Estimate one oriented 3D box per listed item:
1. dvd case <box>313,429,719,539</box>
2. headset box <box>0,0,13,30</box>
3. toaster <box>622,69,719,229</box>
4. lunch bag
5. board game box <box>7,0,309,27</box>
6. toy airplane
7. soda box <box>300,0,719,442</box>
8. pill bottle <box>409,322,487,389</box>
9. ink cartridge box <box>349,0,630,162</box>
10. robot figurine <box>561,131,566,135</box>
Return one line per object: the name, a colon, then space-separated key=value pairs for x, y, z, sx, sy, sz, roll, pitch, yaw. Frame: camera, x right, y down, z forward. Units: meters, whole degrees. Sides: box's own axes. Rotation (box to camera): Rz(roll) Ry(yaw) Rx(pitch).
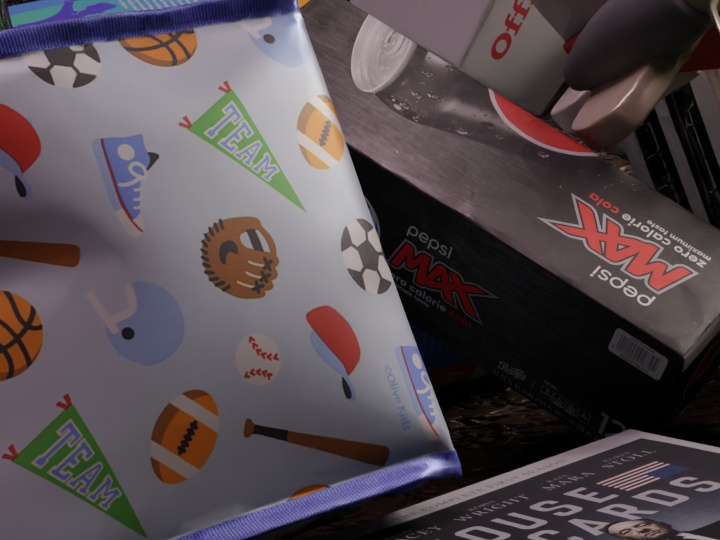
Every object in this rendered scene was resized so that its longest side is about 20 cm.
dvd case: x=0.094 y=0.087 z=0.587 sx=0.150 sy=0.025 sz=0.200 roll=-14 pitch=14 yaw=-36
headset box: x=-0.231 y=-0.054 z=0.885 sx=0.174 sy=0.093 sz=0.200 roll=-12 pitch=34 yaw=-2
toaster: x=0.201 y=-0.081 z=1.002 sx=0.129 sy=0.200 sz=0.114 roll=-31 pitch=21 yaw=-21
lunch bag: x=-0.098 y=0.020 z=0.621 sx=0.200 sy=0.170 sz=0.124 roll=-16 pitch=-10 yaw=-38
board game box: x=-0.097 y=-0.100 z=1.055 sx=0.200 sy=0.045 sz=0.152 roll=-14 pitch=34 yaw=-18
toy airplane: x=0.148 y=-0.132 z=0.837 sx=0.199 sy=0.141 sz=0.200 roll=-28 pitch=27 yaw=0
soda box: x=0.042 y=-0.019 z=0.759 sx=0.200 sy=0.063 sz=0.071 roll=33 pitch=48 yaw=16
pill bottle: x=0.000 y=0.000 z=0.852 sx=0.200 sy=0.112 sz=0.112 roll=-12 pitch=12 yaw=-24
ink cartridge box: x=0.107 y=-0.148 z=1.043 sx=0.084 sy=0.145 sz=0.200 roll=33 pitch=9 yaw=39
robot figurine: x=0.003 y=-0.058 z=1.099 sx=0.200 sy=0.058 sz=0.145 roll=15 pitch=33 yaw=7
